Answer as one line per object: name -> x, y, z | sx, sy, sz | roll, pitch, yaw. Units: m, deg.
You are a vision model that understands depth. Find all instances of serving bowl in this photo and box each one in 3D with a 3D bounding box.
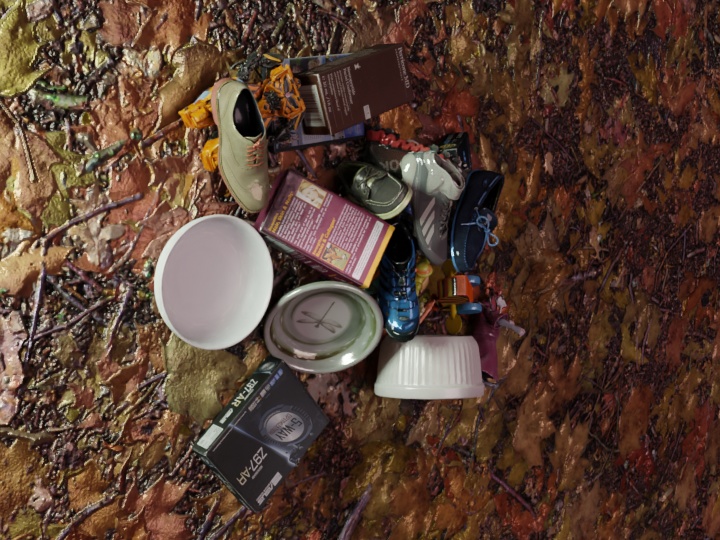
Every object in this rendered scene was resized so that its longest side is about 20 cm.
serving bowl -> -0.229, 0.014, 1.398 | 0.198, 0.065, 0.203 | -9, 104, -41

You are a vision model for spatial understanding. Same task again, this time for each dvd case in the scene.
dvd case -> -0.074, -0.277, 1.518 | 0.198, 0.017, 0.145 | -16, 108, -40

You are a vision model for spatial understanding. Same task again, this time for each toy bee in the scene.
toy bee -> 0.170, 0.056, 1.685 | 0.200, 0.107, 0.132 | 54, 35, -49

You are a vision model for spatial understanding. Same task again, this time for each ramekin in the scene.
ramekin -> 0.123, 0.169, 1.657 | 0.198, 0.199, 0.107 | 2, 87, -41

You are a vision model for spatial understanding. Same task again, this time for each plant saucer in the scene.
plant saucer -> -0.062, 0.084, 1.525 | 0.197, 0.051, 0.202 | -5, 131, -6

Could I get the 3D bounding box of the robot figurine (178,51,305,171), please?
robot figurine -> -0.166, -0.240, 1.402 | 0.199, 0.058, 0.146 | -35, 120, -21

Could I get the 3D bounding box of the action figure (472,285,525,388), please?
action figure -> 0.244, 0.127, 1.842 | 0.146, 0.134, 0.203 | 8, 77, 0

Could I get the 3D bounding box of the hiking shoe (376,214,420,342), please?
hiking shoe -> 0.058, 0.015, 1.524 | 0.073, 0.087, 0.203 | -7, 74, 1

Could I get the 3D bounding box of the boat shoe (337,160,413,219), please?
boat shoe -> 0.014, -0.137, 1.507 | 0.066, 0.201, 0.072 | 42, 85, -28

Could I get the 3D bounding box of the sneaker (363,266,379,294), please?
sneaker -> 0.000, 0.000, 1.596 | 0.199, 0.071, 0.081 | 24, 77, -43

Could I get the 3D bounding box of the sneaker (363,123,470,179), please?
sneaker -> 0.088, -0.175, 1.576 | 0.099, 0.198, 0.071 | -69, 160, 3

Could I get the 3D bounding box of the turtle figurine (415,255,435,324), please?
turtle figurine -> 0.099, 0.031, 1.640 | 0.162, 0.063, 0.202 | 100, 1, -61

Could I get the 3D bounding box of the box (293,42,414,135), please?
box -> -0.009, -0.297, 1.514 | 0.199, 0.074, 0.101 | -31, 116, -37

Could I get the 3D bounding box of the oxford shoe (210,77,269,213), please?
oxford shoe -> -0.166, -0.174, 1.339 | 0.070, 0.075, 0.203 | -25, 116, -24

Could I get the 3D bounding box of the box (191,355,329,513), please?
box -> -0.160, 0.268, 1.518 | 0.200, 0.043, 0.161 | -49, 125, -24

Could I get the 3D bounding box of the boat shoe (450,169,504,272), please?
boat shoe -> 0.203, -0.092, 1.592 | 0.084, 0.068, 0.203 | 45, 52, -54

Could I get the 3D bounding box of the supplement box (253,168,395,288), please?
supplement box -> -0.061, -0.063, 1.473 | 0.198, 0.086, 0.112 | 28, 79, -15

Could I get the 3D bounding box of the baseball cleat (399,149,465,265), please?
baseball cleat -> 0.128, -0.099, 1.516 | 0.070, 0.105, 0.202 | -53, 129, -49

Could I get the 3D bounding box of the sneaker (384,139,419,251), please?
sneaker -> 0.082, -0.122, 1.644 | 0.111, 0.076, 0.202 | -38, 127, -41

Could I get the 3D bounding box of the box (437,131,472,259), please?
box -> 0.176, -0.139, 1.694 | 0.159, 0.045, 0.203 | -51, 136, -67
